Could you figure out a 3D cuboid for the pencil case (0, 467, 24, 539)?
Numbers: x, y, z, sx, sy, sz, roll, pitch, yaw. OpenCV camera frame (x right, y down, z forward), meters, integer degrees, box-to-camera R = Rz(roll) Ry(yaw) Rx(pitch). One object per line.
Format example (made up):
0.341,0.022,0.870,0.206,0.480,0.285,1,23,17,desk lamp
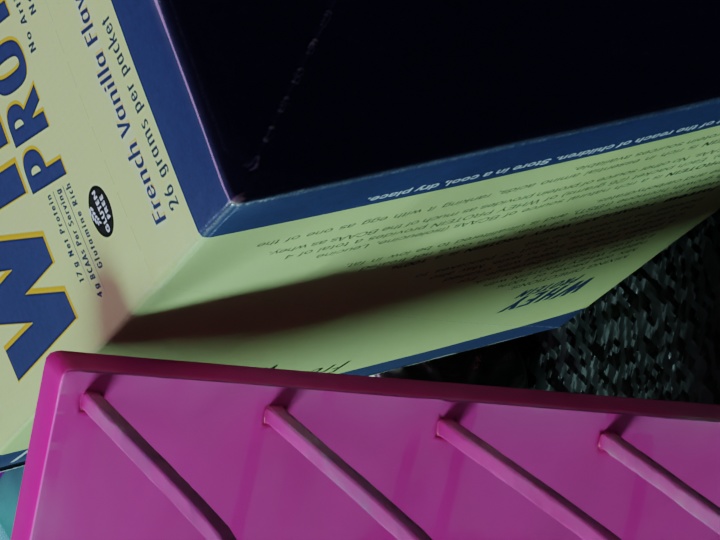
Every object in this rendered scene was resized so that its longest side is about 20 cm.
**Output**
-0.098,0.067,1.075,0.093,0.085,0.200,51,137,20,pencil case

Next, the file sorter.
0.027,0.111,0.628,0.125,0.199,0.140,37,118,61,file sorter

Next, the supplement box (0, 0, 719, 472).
-0.005,-0.058,0.708,0.200,0.199,0.135,-42,65,58,supplement box

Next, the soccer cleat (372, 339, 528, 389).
0.000,0.000,0.892,0.200,0.068,0.073,-110,30,-42,soccer cleat
